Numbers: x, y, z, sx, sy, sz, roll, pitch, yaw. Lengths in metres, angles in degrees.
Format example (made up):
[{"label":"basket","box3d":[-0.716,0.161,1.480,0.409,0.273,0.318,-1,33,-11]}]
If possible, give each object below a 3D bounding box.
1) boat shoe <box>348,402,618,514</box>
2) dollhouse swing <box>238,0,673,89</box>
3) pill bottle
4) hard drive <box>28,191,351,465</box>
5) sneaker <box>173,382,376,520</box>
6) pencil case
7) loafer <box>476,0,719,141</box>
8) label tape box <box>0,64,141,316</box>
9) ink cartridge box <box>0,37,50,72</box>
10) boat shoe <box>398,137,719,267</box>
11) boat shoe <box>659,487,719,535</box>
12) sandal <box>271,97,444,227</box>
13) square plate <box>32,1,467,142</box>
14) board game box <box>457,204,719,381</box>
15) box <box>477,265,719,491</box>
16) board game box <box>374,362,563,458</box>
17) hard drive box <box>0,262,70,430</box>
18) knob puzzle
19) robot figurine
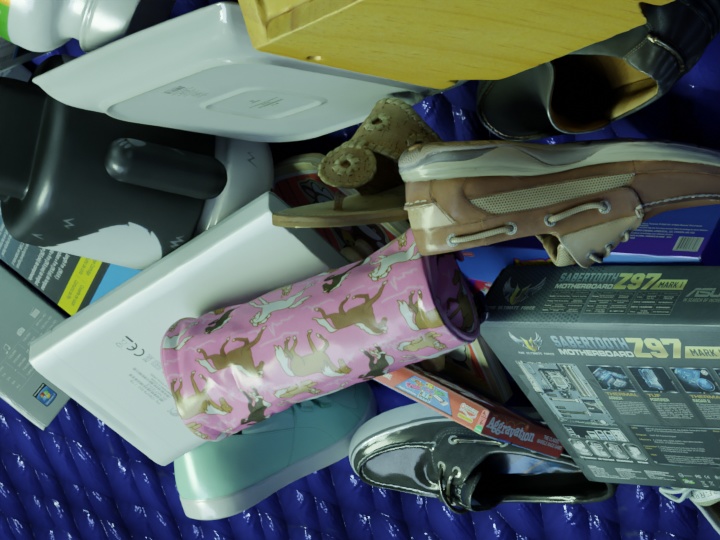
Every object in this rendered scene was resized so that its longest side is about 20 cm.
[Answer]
[{"label":"boat shoe","box3d":[0.085,0.136,1.729,0.200,0.066,0.070,0,131,14]},{"label":"dollhouse swing","box3d":[0.039,-0.212,1.316,0.181,0.176,0.200,9,164,-34]},{"label":"pill bottle","box3d":[-0.210,-0.199,1.512,0.200,0.111,0.111,27,150,8]},{"label":"hard drive","box3d":[-0.093,0.041,1.615,0.200,0.027,0.132,-31,127,24]},{"label":"sneaker","box3d":[-0.060,0.082,1.764,0.074,0.200,0.118,0,109,36]},{"label":"pencil case","box3d":[-0.026,0.037,1.533,0.200,0.083,0.086,-23,163,20]},{"label":"loafer","box3d":[0.118,-0.108,1.391,0.073,0.072,0.200,37,150,-12]},{"label":"label tape box","box3d":[-0.209,-0.045,1.765,0.200,0.063,0.144,39,150,1]},{"label":"ink cartridge box","box3d":[-0.308,-0.175,1.575,0.200,0.198,0.043,24,110,9]},{"label":"boat shoe","box3d":[0.120,-0.037,1.422,0.199,0.072,0.076,-1,-179,-5]},{"label":"boat shoe","box3d":[0.251,0.152,1.662,0.074,0.065,0.202,-12,129,50]},{"label":"sandal","box3d":[0.022,-0.066,1.476,0.078,0.211,0.070,3,97,40]},{"label":"square plate","box3d":[-0.058,-0.109,1.484,0.198,0.029,0.200,6,167,-38]},{"label":"board game box","box3d":[0.157,0.017,1.566,0.200,0.045,0.135,4,140,39]},{"label":"box","box3d":[0.186,0.065,1.516,0.200,0.051,0.158,-1,138,44]},{"label":"board game box","box3d":[0.034,0.071,1.693,0.200,0.019,0.103,26,-176,36]},{"label":"hard drive box","box3d":[-0.298,0.019,1.892,0.200,0.077,0.156,40,175,-16]},{"label":"knob puzzle","box3d":[0.000,0.000,1.649,0.220,0.030,0.220,38,160,16]},{"label":"robot figurine","box3d":[-0.154,-0.063,1.608,0.200,0.150,0.125,13,124,-22]}]
